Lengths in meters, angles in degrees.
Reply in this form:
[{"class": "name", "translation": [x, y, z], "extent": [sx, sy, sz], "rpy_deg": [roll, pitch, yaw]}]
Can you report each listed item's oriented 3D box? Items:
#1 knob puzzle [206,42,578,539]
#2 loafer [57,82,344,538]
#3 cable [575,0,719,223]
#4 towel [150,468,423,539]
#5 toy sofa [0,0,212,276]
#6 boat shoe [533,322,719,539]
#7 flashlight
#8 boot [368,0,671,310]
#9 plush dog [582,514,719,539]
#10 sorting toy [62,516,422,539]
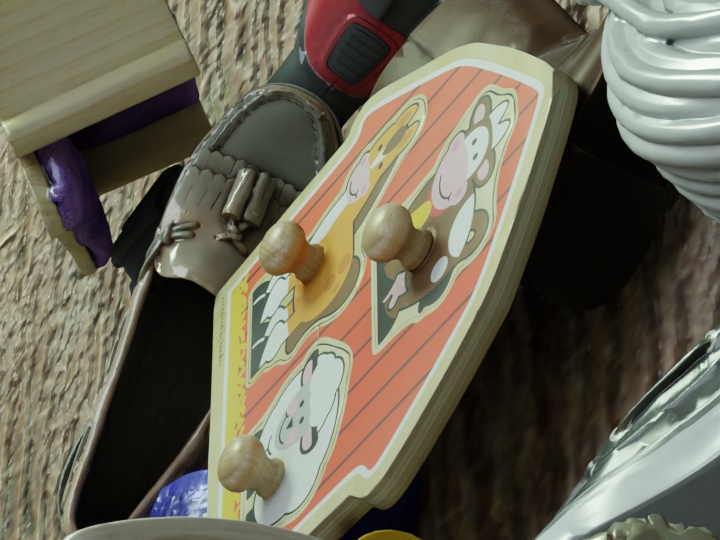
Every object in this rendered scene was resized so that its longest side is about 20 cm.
[{"class": "knob puzzle", "translation": [0.000, 0.000, 0.932], "extent": [0.220, 0.030, 0.220], "rpy_deg": [-48, 26, 31]}, {"class": "loafer", "translation": [-0.060, 0.022, 1.076], "extent": [0.063, 0.072, 0.201], "rpy_deg": [21, -87, -87]}, {"class": "cable", "translation": [0.156, -0.087, 0.754], "extent": [0.199, 0.069, 0.200], "rpy_deg": [-31, 22, 14]}, {"class": "towel", "translation": [-0.060, 0.157, 0.960], "extent": [0.147, 0.049, 0.201], "rpy_deg": [-21, 43, 54]}, {"class": "toy sofa", "translation": [-0.105, -0.065, 1.183], "extent": [0.082, 0.098, 0.200], "rpy_deg": [-25, -5, -3]}, {"class": "boat shoe", "translation": [0.102, 0.048, 0.764], "extent": [0.200, 0.070, 0.066], "rpy_deg": [-50, 18, 16]}, {"class": "flashlight", "translation": [-0.027, -0.067, 1.148], "extent": [0.200, 0.067, 0.068], "rpy_deg": [-48, 57, 31]}, {"class": "boot", "translation": [0.079, -0.089, 0.979], "extent": [0.187, 0.064, 0.200], "rpy_deg": [-54, 20, 4]}, {"class": "plush dog", "translation": [0.092, 0.174, 0.582], "extent": [0.200, 0.159, 0.173], "rpy_deg": [-105, 33, -59]}, {"class": "sorting toy", "translation": [-0.019, 0.179, 0.763], "extent": [0.200, 0.106, 0.180], "rpy_deg": [55, 141, 17]}]
